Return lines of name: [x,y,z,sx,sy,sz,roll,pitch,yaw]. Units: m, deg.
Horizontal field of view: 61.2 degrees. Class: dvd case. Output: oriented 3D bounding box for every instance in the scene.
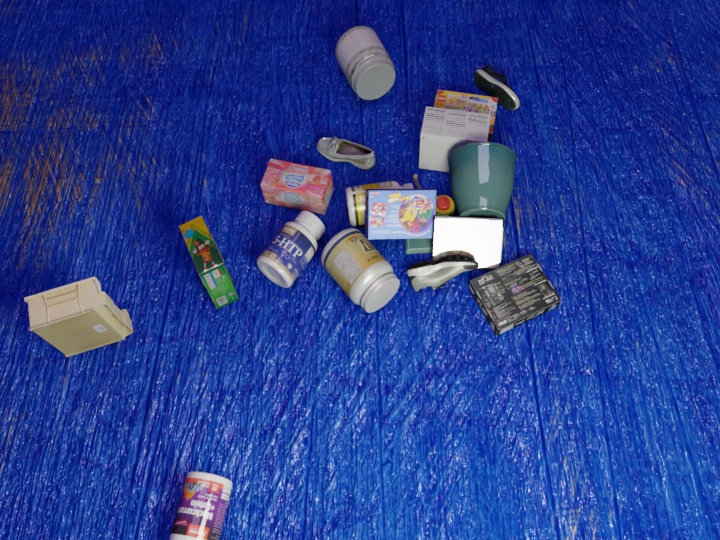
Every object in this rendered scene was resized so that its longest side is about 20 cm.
dvd case: [0.298,-0.076,1.699,0.195,0.018,0.146,2,101,5]

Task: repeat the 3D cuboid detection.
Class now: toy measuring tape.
toy measuring tape: [0.227,-0.214,1.799,0.072,0.074,0.202,-23,63,-9]

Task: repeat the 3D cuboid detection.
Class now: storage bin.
storage bin: [-0.731,0.124,1.600,0.194,0.201,0.095,-18,62,-6]

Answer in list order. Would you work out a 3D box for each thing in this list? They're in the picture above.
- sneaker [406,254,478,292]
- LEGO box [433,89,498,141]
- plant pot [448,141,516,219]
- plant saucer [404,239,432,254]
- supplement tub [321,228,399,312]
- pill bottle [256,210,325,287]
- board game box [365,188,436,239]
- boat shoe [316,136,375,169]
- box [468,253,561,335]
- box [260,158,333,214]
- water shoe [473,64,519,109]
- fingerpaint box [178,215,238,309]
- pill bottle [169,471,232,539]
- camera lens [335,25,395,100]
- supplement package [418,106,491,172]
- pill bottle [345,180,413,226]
sneaker: [0.229,0.007,1.677,0.195,0.074,0.081,-12,102,8]
LEGO box: [0.326,-0.480,1.931,0.195,0.078,0.152,10,63,9]
plant pot: [0.346,-0.230,1.740,0.195,0.201,0.192,3,71,5]
plant saucer: [0.225,-0.088,1.760,0.195,0.019,0.071,-4,61,3]
supplement tub: [0.000,0.000,1.654,0.143,0.145,0.200,-36,65,-15]
pill bottle: [-0.190,-0.065,1.715,0.118,0.120,0.202,28,66,17]
board game box: [0.112,-0.159,1.707,0.195,0.045,0.138,-1,102,-10]
boat shoe: [-0.046,-0.379,1.906,0.199,0.065,0.075,24,65,16]
box: [0.416,0.063,1.651,0.197,0.044,0.162,-24,63,-9]
box: [-0.189,-0.251,1.829,0.195,0.095,0.104,13,63,10]
water shoe: [0.461,-0.610,1.997,0.078,0.072,0.200,-35,65,-17]
fingerpaint box: [-0.409,-0.019,1.657,0.072,0.201,0.169,-24,62,-11]
pill bottle: [-0.368,0.574,1.385,0.109,0.112,0.204,6,62,7]
camera lens: [0.014,-0.690,2.016,0.157,0.161,0.203,-20,62,-8]
supplement package: [0.281,-0.387,1.839,0.195,0.157,0.113,10,60,9]
pill bottle: [0.059,-0.198,1.775,0.195,0.113,0.115,-8,61,0]
